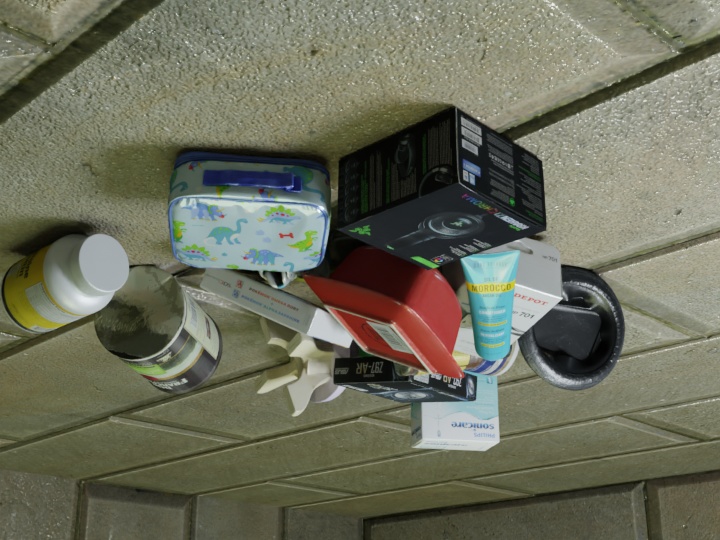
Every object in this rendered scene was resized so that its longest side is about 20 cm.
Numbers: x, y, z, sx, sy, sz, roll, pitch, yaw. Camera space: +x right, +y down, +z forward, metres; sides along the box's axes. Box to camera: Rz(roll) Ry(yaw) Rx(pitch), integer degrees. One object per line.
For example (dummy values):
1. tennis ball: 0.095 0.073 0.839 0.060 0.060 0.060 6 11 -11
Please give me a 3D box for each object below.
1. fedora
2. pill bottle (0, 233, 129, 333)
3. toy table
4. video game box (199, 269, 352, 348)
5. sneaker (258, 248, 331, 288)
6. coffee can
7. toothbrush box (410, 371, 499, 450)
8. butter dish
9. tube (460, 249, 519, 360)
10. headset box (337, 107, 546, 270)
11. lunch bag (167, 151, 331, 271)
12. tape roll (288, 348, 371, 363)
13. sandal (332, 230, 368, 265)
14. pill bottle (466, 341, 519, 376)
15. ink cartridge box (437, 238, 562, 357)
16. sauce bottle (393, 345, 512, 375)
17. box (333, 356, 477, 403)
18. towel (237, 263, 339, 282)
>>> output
1. fedora: 0.308 0.087 1.573 0.197 0.205 0.091 9 178 -24
2. pill bottle: -0.413 0.014 1.434 0.198 0.114 0.111 -20 152 41
3. toy table: -0.096 0.156 1.735 0.115 0.185 0.202 -2 137 -35
4. video game box: -0.114 0.052 1.480 0.180 0.048 0.200 25 178 19
5. sneaker: -0.104 -0.009 1.398 0.074 0.088 0.199 -17 153 25
6. coffee can: -0.313 0.096 1.600 0.143 0.149 0.200 -3 158 9
7. toothbrush box: 0.167 0.215 1.833 0.143 0.204 0.085 3 159 -11
8. butter dish: 0.056 0.031 1.372 0.197 0.149 0.200 16 155 41
9. tube: 0.174 0.041 1.360 0.076 0.051 0.202 -7 138 3
10. headset box: 0.089 -0.087 1.199 0.198 0.095 0.173 -18 152 39
11. lunch bag: -0.133 -0.071 1.237 0.196 0.084 0.162 2 149 -4
12. tape roll: -0.038 0.174 1.941 0.196 0.049 0.201 0 159 0
13. sandal: 0.001 0.000 1.462 0.078 0.058 0.202 -2 150 0
14. pill bottle: 0.156 0.103 1.666 0.197 0.113 0.110 15 155 -34
15. ink cartridge box: 0.176 0.035 1.461 0.144 0.087 0.200 16 146 -17
16. sauce bottle: 0.143 0.123 1.561 0.197 0.066 0.065 -1 163 -31
17. box: 0.075 0.180 1.676 0.158 0.044 0.199 -7 161 37
18. towel: -0.117 -0.006 1.522 0.196 0.018 0.086 9 162 -25
